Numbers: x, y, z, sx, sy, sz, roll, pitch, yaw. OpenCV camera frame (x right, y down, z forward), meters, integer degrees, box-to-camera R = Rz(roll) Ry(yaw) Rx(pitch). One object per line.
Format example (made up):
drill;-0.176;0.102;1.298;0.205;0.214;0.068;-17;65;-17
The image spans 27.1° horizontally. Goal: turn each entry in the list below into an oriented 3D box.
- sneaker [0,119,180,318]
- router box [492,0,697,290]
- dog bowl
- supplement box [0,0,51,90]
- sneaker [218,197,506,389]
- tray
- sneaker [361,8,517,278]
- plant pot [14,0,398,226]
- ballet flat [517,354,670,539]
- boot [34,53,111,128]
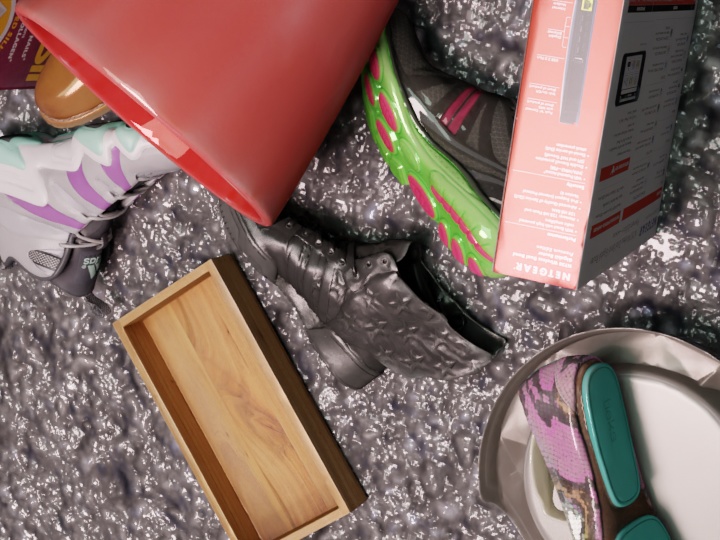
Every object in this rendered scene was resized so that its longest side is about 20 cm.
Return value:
sneaker;-0.188;-0.035;1.072;0.199;0.078;0.141;-3;99;34
router box;0.139;-0.096;0.842;0.049;0.200;0.181;13;104;21
dog bowl;0.177;0.130;0.941;0.199;0.059;0.201;4;101;24
supplement box;-0.265;-0.187;1.006;0.085;0.200;0.111;32;109;17
sneaker;-0.001;0.001;1.001;0.104;0.060;0.200;-36;89;26
tray;-0.087;0.100;1.066;0.098;0.037;0.201;-31;86;25
sneaker;0.062;-0.087;0.957;0.083;0.077;0.201;-25;73;-19
plant pot;-0.078;-0.157;0.907;0.200;0.200;0.178;38;85;14
ballet flat;0.143;0.151;0.898;0.071;0.069;0.201;-20;86;43
boot;-0.179;-0.192;0.972;0.200;0.155;0.077;-41;60;13
